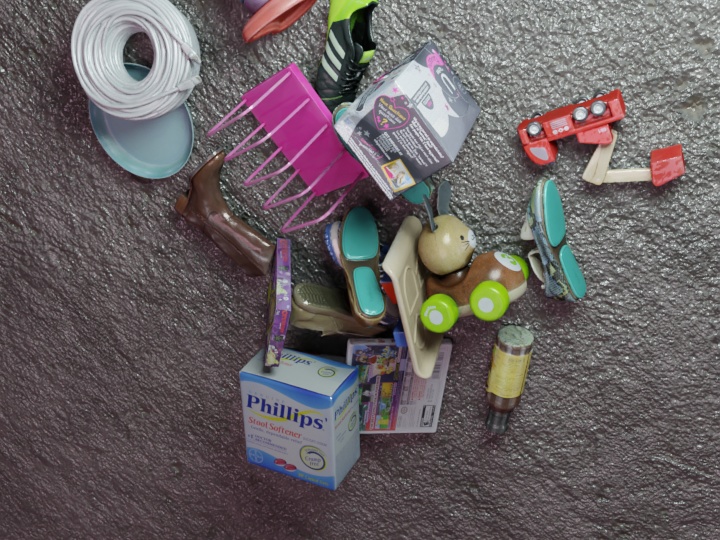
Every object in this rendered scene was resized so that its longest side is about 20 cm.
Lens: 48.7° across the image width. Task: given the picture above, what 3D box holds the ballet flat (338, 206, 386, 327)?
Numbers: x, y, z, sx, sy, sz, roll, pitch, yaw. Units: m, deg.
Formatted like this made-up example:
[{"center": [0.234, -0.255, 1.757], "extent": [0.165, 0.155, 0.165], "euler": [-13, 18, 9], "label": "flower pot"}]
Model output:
[{"center": [0.000, 0.000, 1.235], "extent": [0.067, 0.201, 0.072], "euler": [-3, 152, -16], "label": "ballet flat"}]

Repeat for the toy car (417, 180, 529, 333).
[{"center": [0.151, -0.034, 1.201], "extent": [0.157, 0.164, 0.201], "euler": [-16, 100, 28], "label": "toy car"}]

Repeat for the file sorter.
[{"center": [-0.112, -0.174, 1.194], "extent": [0.139, 0.126, 0.200], "euler": [-13, 121, 50], "label": "file sorter"}]

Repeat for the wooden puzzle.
[{"center": [0.078, 0.040, 1.242], "extent": [0.046, 0.185, 0.201], "euler": [-10, 115, 21], "label": "wooden puzzle"}]

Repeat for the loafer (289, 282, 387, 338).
[{"center": [-0.042, 0.072, 1.335], "extent": [0.199, 0.076, 0.067], "euler": [20, 128, -34], "label": "loafer"}]

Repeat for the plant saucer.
[{"center": [-0.365, -0.253, 1.341], "extent": [0.199, 0.027, 0.201], "euler": [9, 121, 16], "label": "plant saucer"}]

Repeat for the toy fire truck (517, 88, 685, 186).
[{"center": [0.332, -0.171, 1.104], "extent": [0.199, 0.049, 0.142], "euler": [-15, 113, 28], "label": "toy fire truck"}]

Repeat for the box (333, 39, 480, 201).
[{"center": [0.070, -0.211, 1.089], "extent": [0.114, 0.200, 0.132], "euler": [-30, 106, 31], "label": "box"}]

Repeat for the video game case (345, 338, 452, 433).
[{"center": [0.059, 0.205, 1.400], "extent": [0.181, 0.023, 0.201], "euler": [1, 121, -10], "label": "video game case"}]

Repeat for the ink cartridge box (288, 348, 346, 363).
[{"center": [-0.084, 0.260, 1.498], "extent": [0.144, 0.083, 0.201], "euler": [6, 121, 17], "label": "ink cartridge box"}]

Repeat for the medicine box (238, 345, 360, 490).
[{"center": [-0.103, 0.251, 1.376], "extent": [0.181, 0.103, 0.201], "euler": [12, 121, 23], "label": "medicine box"}]

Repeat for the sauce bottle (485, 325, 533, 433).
[{"center": [0.244, 0.189, 1.340], "extent": [0.064, 0.065, 0.201], "euler": [14, 121, 13], "label": "sauce bottle"}]

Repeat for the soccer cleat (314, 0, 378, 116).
[{"center": [-0.018, -0.301, 1.144], "extent": [0.081, 0.067, 0.201], "euler": [36, 131, 37], "label": "soccer cleat"}]

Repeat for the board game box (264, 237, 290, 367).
[{"center": [-0.138, 0.050, 1.329], "extent": [0.032, 0.201, 0.121], "euler": [4, 125, -8], "label": "board game box"}]

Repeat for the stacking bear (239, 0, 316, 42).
[{"center": [-0.153, -0.440, 1.104], "extent": [0.113, 0.121, 0.201], "euler": [-28, 99, 34], "label": "stacking bear"}]

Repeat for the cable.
[{"center": [-0.348, -0.335, 1.238], "extent": [0.199, 0.069, 0.201], "euler": [-29, 94, 19], "label": "cable"}]

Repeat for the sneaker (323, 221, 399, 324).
[{"center": [0.020, 0.001, 1.313], "extent": [0.085, 0.077, 0.201], "euler": [-23, 109, 26], "label": "sneaker"}]

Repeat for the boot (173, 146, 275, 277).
[{"center": [-0.207, -0.090, 1.347], "extent": [0.200, 0.064, 0.186], "euler": [43, 139, 0], "label": "boot"}]

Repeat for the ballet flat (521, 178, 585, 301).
[{"center": [0.275, -0.040, 1.186], "extent": [0.074, 0.074, 0.201], "euler": [-11, 111, 26], "label": "ballet flat"}]

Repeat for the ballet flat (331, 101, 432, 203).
[{"center": [0.032, -0.181, 1.191], "extent": [0.074, 0.074, 0.200], "euler": [-28, 118, 32], "label": "ballet flat"}]
